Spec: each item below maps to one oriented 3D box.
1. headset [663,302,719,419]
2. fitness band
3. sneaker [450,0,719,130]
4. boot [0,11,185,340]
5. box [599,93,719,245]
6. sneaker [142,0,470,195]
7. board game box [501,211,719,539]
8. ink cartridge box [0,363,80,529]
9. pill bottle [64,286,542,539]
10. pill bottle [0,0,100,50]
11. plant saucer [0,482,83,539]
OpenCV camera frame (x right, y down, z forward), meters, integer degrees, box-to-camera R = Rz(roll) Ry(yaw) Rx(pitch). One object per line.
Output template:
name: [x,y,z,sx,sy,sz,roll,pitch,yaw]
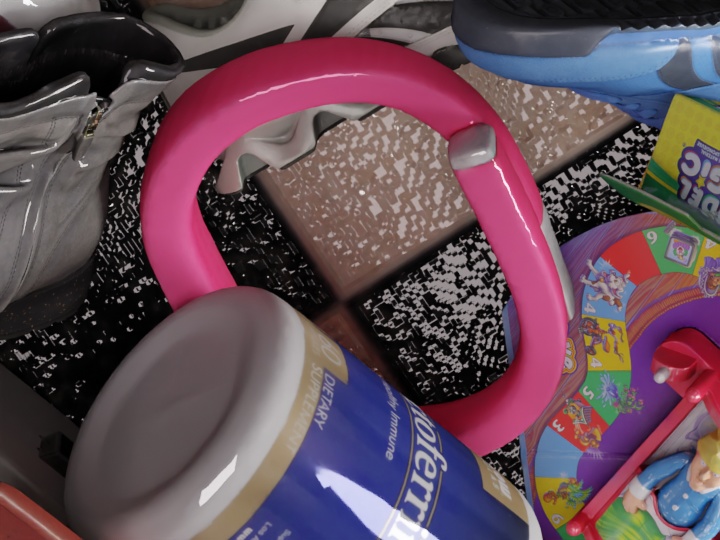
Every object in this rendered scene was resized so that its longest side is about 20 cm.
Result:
headset: [0.221,0.062,1.075,0.199,0.094,0.124,17,112,12]
fitness band: [0.000,0.000,1.027,0.143,0.037,0.200,-15,130,14]
sneaker: [0.112,-0.073,0.988,0.200,0.066,0.079,-8,126,-37]
boot: [-0.155,-0.020,0.942,0.070,0.200,0.132,41,134,15]
box: [0.188,-0.015,0.968,0.200,0.117,0.049,4,111,-43]
sneaker: [0.008,-0.114,1.016,0.200,0.074,0.089,-30,105,8]
board game box: [0.125,0.078,1.050,0.158,0.039,0.201,0,107,29]
ink cartridge box: [-0.133,0.148,1.085,0.200,0.083,0.147,40,103,-10]
pill bottle: [-0.004,0.104,1.025,0.116,0.116,0.200,-44,120,12]
pill bottle: [-0.169,-0.092,1.004,0.200,0.114,0.114,-43,101,12]
plant saucer: [-0.126,0.169,0.993,0.200,0.037,0.200,-36,117,27]
